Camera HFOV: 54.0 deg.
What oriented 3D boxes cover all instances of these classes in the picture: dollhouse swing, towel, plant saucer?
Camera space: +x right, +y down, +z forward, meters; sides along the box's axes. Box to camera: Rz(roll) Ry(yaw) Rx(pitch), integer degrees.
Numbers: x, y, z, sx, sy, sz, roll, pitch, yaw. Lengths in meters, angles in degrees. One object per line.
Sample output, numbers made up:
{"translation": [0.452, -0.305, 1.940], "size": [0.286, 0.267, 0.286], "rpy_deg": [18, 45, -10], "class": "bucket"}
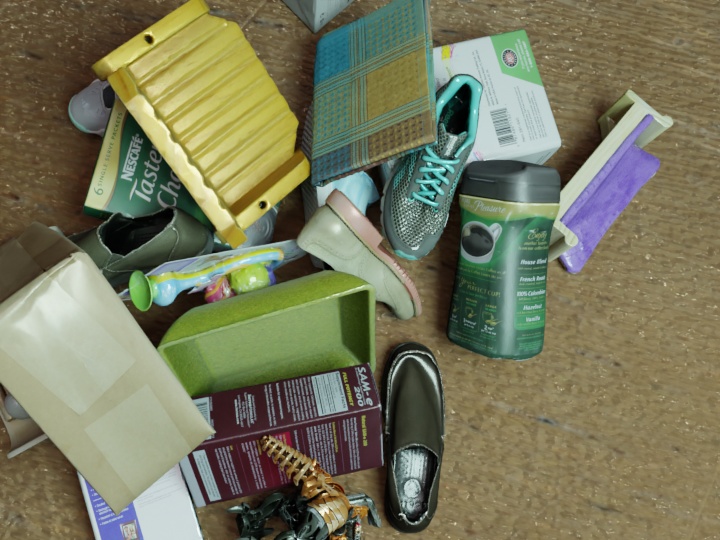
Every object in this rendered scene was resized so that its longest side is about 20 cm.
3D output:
{"translation": [-0.124, -0.143, 0.654], "size": [0.182, 0.175, 0.201], "rpy_deg": [-42, 113, -19], "class": "dollhouse swing"}
{"translation": [0.011, -0.191, 0.736], "size": [0.145, 0.022, 0.202], "rpy_deg": [-16, 58, 27], "class": "towel"}
{"translation": [-0.085, 0.072, 0.704], "size": [0.198, 0.200, 0.048], "rpy_deg": [-15, 59, -8], "class": "plant saucer"}

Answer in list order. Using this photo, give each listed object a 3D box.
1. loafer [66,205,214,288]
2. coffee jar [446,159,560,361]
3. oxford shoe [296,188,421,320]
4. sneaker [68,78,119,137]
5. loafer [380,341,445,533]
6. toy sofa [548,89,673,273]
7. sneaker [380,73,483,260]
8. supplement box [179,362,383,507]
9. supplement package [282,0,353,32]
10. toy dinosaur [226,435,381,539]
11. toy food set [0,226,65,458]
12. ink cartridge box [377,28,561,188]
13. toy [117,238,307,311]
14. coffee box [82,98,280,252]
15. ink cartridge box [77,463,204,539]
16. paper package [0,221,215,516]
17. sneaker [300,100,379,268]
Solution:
{"translation": [-0.247, -0.026, 0.700], "size": [0.198, 0.070, 0.076], "rpy_deg": [-14, 52, 6], "class": "loafer"}
{"translation": [0.150, -0.014, 0.746], "size": [0.085, 0.104, 0.202], "rpy_deg": [-3, 103, -34], "class": "coffee jar"}
{"translation": [0.000, 0.000, 0.737], "size": [0.074, 0.200, 0.071], "rpy_deg": [-42, 42, -2], "class": "oxford shoe"}
{"translation": [-0.229, -0.212, 0.762], "size": [0.198, 0.140, 0.079], "rpy_deg": [-17, 80, -9], "class": "sneaker"}
{"translation": [0.062, 0.175, 0.748], "size": [0.072, 0.071, 0.202], "rpy_deg": [0, 79, -5], "class": "loafer"}
{"translation": [0.277, -0.099, 0.818], "size": [0.097, 0.083, 0.200], "rpy_deg": [41, 78, 5], "class": "toy sofa"}
{"translation": [0.074, -0.111, 0.713], "size": [0.077, 0.091, 0.202], "rpy_deg": [17, 81, -2], "class": "sneaker"}
{"translation": [-0.079, 0.166, 0.713], "size": [0.198, 0.110, 0.061], "rpy_deg": [-10, 43, -7], "class": "supplement box"}
{"translation": [-0.021, -0.410, 0.833], "size": [0.200, 0.120, 0.121], "rpy_deg": [-44, 84, -12], "class": "supplement package"}
{"translation": [-0.054, 0.245, 0.701], "size": [0.135, 0.102, 0.202], "rpy_deg": [-26, 94, -7], "class": "toy dinosaur"}
{"translation": [-0.340, 0.071, 0.737], "size": [0.143, 0.060, 0.201], "rpy_deg": [-28, 83, -10], "class": "toy food set"}
{"translation": [0.108, -0.176, 0.816], "size": [0.198, 0.084, 0.146], "rpy_deg": [-14, 81, -8], "class": "ink cartridge box"}
{"translation": [-0.129, 0.014, 0.690], "size": [0.199, 0.115, 0.048], "rpy_deg": [-7, 76, -47], "class": "toy"}
{"translation": [-0.185, -0.092, 0.764], "size": [0.198, 0.044, 0.124], "rpy_deg": [18, 77, -20], "class": "coffee box"}
{"translation": [-0.225, 0.234, 0.721], "size": [0.098, 0.039, 0.202], "rpy_deg": [-17, 83, -14], "class": "ink cartridge box"}
{"translation": [-0.242, 0.074, 0.603], "size": [0.103, 0.190, 0.201], "rpy_deg": [-39, 120, -21], "class": "paper package"}
{"translation": [-0.022, -0.101, 0.804], "size": [0.081, 0.074, 0.202], "rpy_deg": [0, 82, -23], "class": "sneaker"}
